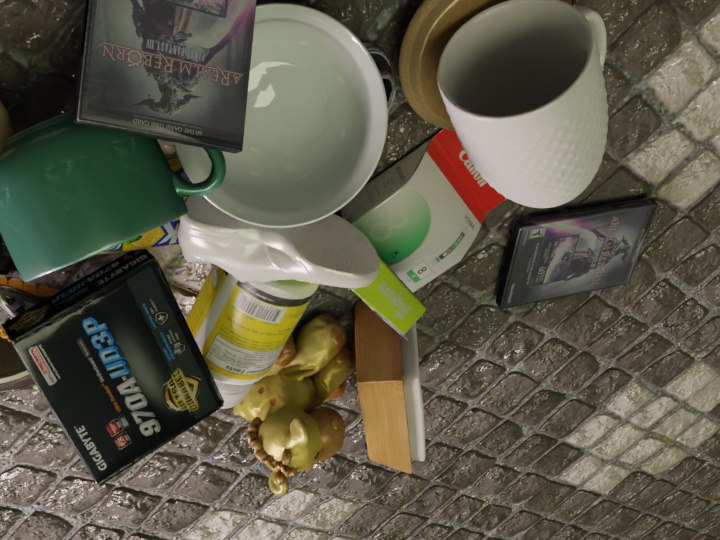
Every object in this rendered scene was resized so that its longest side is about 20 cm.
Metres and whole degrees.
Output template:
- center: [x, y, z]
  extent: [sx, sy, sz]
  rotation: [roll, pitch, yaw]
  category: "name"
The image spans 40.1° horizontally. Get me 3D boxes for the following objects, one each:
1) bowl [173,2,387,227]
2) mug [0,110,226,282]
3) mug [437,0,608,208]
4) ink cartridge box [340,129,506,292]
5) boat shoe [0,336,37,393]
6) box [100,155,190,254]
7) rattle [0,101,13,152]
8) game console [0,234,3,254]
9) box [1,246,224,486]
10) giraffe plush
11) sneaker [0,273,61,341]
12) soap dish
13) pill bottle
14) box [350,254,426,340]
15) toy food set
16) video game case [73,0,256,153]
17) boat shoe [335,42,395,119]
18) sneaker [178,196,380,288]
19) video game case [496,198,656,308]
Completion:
- center: [-0.076, -0.149, 0.928]
  extent: [0.199, 0.090, 0.203]
  rotation: [-2, 107, -5]
  category: "bowl"
- center: [-0.228, -0.079, 0.856]
  extent: [0.184, 0.115, 0.152]
  rotation: [-29, -170, -35]
  category: "mug"
- center: [0.181, -0.167, 0.961]
  extent: [0.201, 0.147, 0.176]
  rotation: [-54, 144, -16]
  category: "mug"
- center: [0.097, -0.077, 1.142]
  extent: [0.199, 0.050, 0.161]
  rotation: [-33, 138, 11]
  category: "ink cartridge box"
- center: [-0.349, 0.101, 1.084]
  extent: [0.199, 0.072, 0.061]
  rotation: [-18, 134, -12]
  category: "boat shoe"
- center: [-0.195, -0.069, 0.990]
  extent: [0.198, 0.070, 0.065]
  rotation: [-8, 136, -18]
  category: "box"
- center: [-0.337, -0.072, 0.822]
  extent: [0.130, 0.142, 0.202]
  rotation: [0, 94, -50]
  category: "rattle"
- center: [-0.412, 0.003, 0.880]
  extent: [0.176, 0.202, 0.031]
  rotation: [16, 157, -36]
  category: "game console"
- center: [-0.246, 0.098, 1.007]
  extent: [0.158, 0.046, 0.201]
  rotation: [-31, 124, -19]
  category: "box"
- center: [-0.083, 0.174, 1.217]
  extent: [0.198, 0.163, 0.173]
  rotation: [-22, 138, -4]
  category: "giraffe plush"
- center: [-0.338, 0.052, 1.006]
  extent: [0.198, 0.078, 0.078]
  rotation: [15, 170, -21]
  category: "sneaker"
- center: [0.037, 0.139, 1.256]
  extent: [0.080, 0.158, 0.201]
  rotation: [-5, 136, 3]
  category: "soap dish"
- center: [-0.133, 0.054, 1.111]
  extent: [0.113, 0.115, 0.201]
  rotation: [9, 128, -32]
  category: "pill bottle"
- center: [0.000, 0.000, 1.085]
  extent: [0.048, 0.122, 0.200]
  rotation: [-46, 153, 0]
  category: "box"
- center: [0.130, -0.230, 1.000]
  extent: [0.198, 0.049, 0.199]
  rotation: [7, 127, -29]
  category: "toy food set"
- center: [-0.155, -0.208, 0.813]
  extent: [0.142, 0.019, 0.202]
  rotation: [7, 84, -31]
  category: "video game case"
- center: [-0.019, -0.132, 1.014]
  extent: [0.071, 0.068, 0.201]
  rotation: [9, 128, -32]
  category: "boat shoe"
- center: [-0.081, -0.015, 0.969]
  extent: [0.198, 0.076, 0.089]
  rotation: [17, 134, -1]
  category: "sneaker"
- center: [0.282, -0.022, 1.296]
  extent: [0.198, 0.019, 0.144]
  rotation: [-9, 135, -16]
  category: "video game case"
